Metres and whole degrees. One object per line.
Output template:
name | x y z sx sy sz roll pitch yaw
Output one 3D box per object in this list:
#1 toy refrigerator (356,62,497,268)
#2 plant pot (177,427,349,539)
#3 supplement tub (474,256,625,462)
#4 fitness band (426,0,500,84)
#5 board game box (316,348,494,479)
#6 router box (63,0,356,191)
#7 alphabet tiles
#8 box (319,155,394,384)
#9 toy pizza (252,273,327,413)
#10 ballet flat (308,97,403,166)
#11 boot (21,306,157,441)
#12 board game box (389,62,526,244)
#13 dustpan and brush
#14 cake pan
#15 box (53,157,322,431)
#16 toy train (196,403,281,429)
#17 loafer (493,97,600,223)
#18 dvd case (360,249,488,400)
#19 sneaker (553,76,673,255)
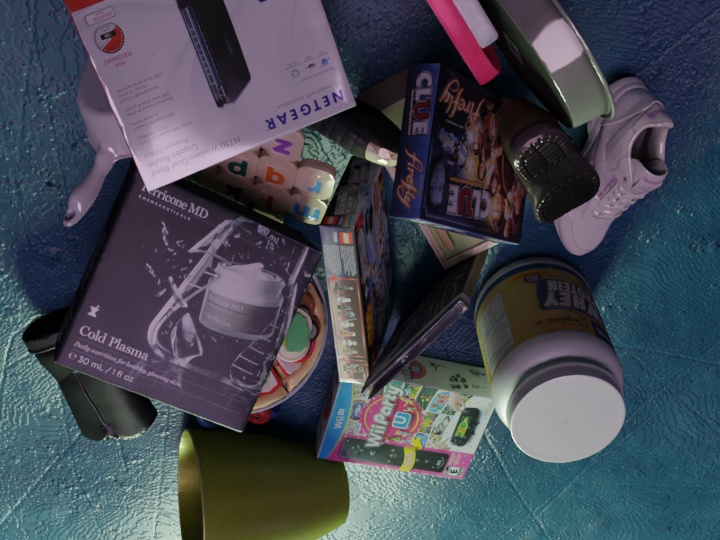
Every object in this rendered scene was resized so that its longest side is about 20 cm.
toy refrigerator | 0.075 -0.104 0.960 0.075 0.070 0.201 -24 123 13
plant pot | -0.119 0.287 1.165 0.196 0.188 0.190 -2 126 -20
supplement tub | 0.209 0.096 1.024 0.142 0.201 0.147 -2 125 -2
fitness band | 0.067 -0.255 0.809 0.037 0.144 0.201 -31 115 11
board game box | 0.055 0.179 1.157 0.196 0.065 0.149 11 123 -9
router box | -0.124 -0.191 0.777 0.197 0.049 0.182 -24 109 -6
alphabet tiles | -0.125 -0.101 0.932 0.196 0.015 0.196 15 149 -5
box | 0.000 0.000 0.983 0.039 0.138 0.203 3 126 13
toy pizza | -0.127 0.062 1.024 0.197 0.032 0.204 -2 95 -21
ballet flat | -0.031 -0.140 0.878 0.066 0.199 0.058 -12 125 -46
boot | -0.278 0.113 1.082 0.197 0.077 0.170 -16 120 16
board game box | 0.103 -0.104 0.876 0.034 0.199 0.138 7 90 36
dustpan and brush | -0.221 -0.132 0.838 0.138 0.202 0.058 16 151 26
cake pan | 0.151 -0.206 0.813 0.037 0.201 0.201 -36 120 8
box | -0.172 0.022 0.915 0.197 0.124 0.199 23 94 -19
toy train | -0.190 0.109 1.092 0.114 0.085 0.200 -23 124 28
loafer | 0.180 -0.110 0.886 0.072 0.072 0.200 -28 154 9
dvd case | 0.074 0.046 0.990 0.016 0.200 0.149 43 114 -4
sneaker | 0.261 -0.092 0.957 0.074 0.100 0.203 -5 128 -24
